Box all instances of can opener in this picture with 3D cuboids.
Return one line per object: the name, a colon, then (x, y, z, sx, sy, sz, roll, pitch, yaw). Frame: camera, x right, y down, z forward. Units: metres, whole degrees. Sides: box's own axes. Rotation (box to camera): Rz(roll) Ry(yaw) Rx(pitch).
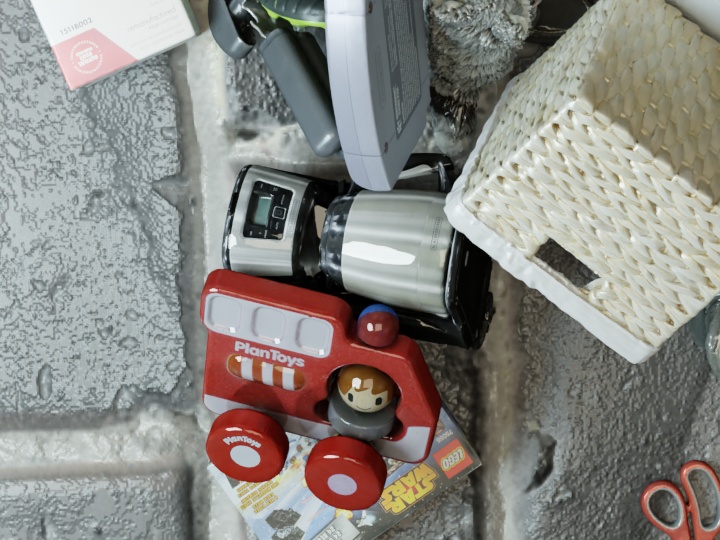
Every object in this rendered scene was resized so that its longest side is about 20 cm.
can opener: (-0.064, -0.163, 1.310, 0.067, 0.053, 0.201, -45, 60, 32)

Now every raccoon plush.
raccoon plush: (0.096, -0.160, 1.273, 0.096, 0.134, 0.202, -4, 120, 6)

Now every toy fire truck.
toy fire truck: (-0.033, 0.086, 1.277, 0.198, 0.113, 0.169, 14, 134, 6)

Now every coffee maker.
coffee maker: (0.000, 0.000, 1.318, 0.198, 0.135, 0.193, 8, 138, 15)

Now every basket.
basket: (0.202, -0.079, 1.220, 0.198, 0.201, 0.161, 37, 133, -7)

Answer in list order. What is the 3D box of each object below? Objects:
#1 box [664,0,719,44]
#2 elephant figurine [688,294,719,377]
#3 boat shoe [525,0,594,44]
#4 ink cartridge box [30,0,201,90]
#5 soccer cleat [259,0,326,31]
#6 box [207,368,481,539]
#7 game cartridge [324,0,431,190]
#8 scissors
box: (0.237, -0.287, 1.222, 0.198, 0.200, 0.131, 35, 86, 13)
elephant figurine: (0.332, 0.038, 1.346, 0.199, 0.142, 0.156, 35, 63, -1)
boat shoe: (0.102, -0.236, 1.332, 0.198, 0.057, 0.067, 21, 98, -3)
ink cartridge box: (-0.223, -0.263, 1.322, 0.116, 0.068, 0.201, -23, 98, 3)
soccer cleat: (-0.052, -0.248, 1.261, 0.067, 0.200, 0.082, -3, 121, -19)
box: (-0.014, 0.165, 1.400, 0.199, 0.040, 0.137, -34, 96, 5)
game cartridge: (0.014, -0.169, 1.211, 0.040, 0.134, 0.201, 5, 128, 16)
scissors: (0.304, 0.267, 1.428, 0.073, 0.014, 0.202, -18, 97, 1)
